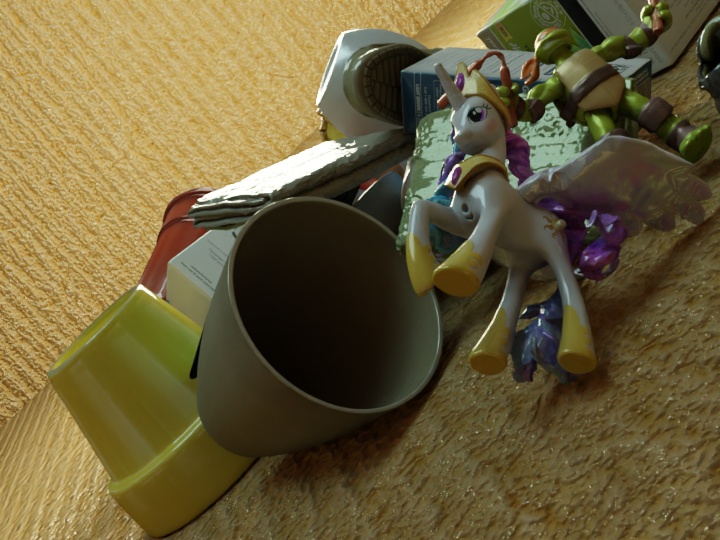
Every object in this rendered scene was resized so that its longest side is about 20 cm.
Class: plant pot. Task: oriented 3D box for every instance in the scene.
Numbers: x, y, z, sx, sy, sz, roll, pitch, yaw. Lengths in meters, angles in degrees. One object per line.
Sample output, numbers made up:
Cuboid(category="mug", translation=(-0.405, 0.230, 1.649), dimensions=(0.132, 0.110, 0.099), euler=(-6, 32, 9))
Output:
Cuboid(category="plant pot", translation=(-0.060, 0.074, 0.992), dimensions=(0.200, 0.187, 0.188), euler=(-48, 4, 47))
Cuboid(category="plant pot", translation=(-0.217, 0.028, 1.624), dimensions=(0.200, 0.200, 0.196), euler=(-32, 24, 42))
Cuboid(category="plant pot", translation=(-0.202, 0.126, 1.188), dimensions=(0.200, 0.189, 0.201), euler=(-40, 13, 11))

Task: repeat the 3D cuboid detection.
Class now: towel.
Cuboid(category="towel", translation=(0.124, -0.077, 0.949), dimensions=(0.198, 0.037, 0.150), euler=(-6, 57, 30))
Cuboid(category="towel", translation=(-0.048, -0.081, 1.073), dimensions=(0.199, 0.035, 0.132), euler=(-29, 18, -39))

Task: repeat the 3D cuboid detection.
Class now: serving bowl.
Cuboid(category="serving bowl", translation=(0.000, 0.000, 1.201), dimensions=(0.201, 0.066, 0.200), euler=(-52, -8, -10))

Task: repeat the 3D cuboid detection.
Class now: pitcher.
Cuboid(category="pitcher", translation=(0.053, -0.157, 1.261), dimensions=(0.121, 0.198, 0.173), euler=(127, 161, -60))

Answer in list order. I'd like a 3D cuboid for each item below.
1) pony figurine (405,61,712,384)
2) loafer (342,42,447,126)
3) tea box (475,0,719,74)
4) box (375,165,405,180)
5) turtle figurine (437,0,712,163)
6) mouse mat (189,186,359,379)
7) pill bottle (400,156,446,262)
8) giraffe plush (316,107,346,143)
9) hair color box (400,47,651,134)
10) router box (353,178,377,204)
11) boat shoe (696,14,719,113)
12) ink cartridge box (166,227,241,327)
Cuboid(category="pony figurine", translation=(0.111, -0.027, 0.772), dimensions=(0.166, 0.192, 0.202), euler=(-36, 32, 41))
Cuboid(category="loafer", translation=(0.036, -0.175, 1.122), dimensions=(0.068, 0.077, 0.199), euler=(5, 10, 31))
Cuboid(category="tea box", translation=(0.262, -0.286, 1.239), dimensions=(0.200, 0.134, 0.196), euler=(-50, 13, -30))
Cuboid(category="box", translation=(0.024, -0.096, 1.413), dimensions=(0.198, 0.078, 0.095), euler=(-20, 22, 37))
Cuboid(category="turtle figurine", translation=(0.168, -0.123, 0.878), dimensions=(0.199, 0.162, 0.065), euler=(-30, -24, -16))
Cuboid(category="mouse mat", translation=(-0.078, 0.008, 1.106), dimensions=(0.200, 0.008, 0.162), euler=(-39, -15, -35))
Cuboid(category="pill bottle", translation=(0.095, -0.078, 1.115), dimensions=(0.112, 0.112, 0.200), euler=(-38, 13, 18))
Cuboid(category="giraffe plush", translation=(0.023, -0.168, 1.540), dimensions=(0.200, 0.162, 0.172), euler=(-47, 13, -24))
Cuboid(category="hair color box", translation=(0.144, -0.151, 1.045), dimensions=(0.198, 0.061, 0.100), euler=(9, 26, 29))
Cuboid(category="router box", translation=(-0.051, -0.014, 1.276), dimensions=(0.201, 0.049, 0.179), euler=(-55, -12, 9))
Cuboid(category="boat shoe", translation=(0.287, -0.165, 0.896), dimensions=(0.071, 0.066, 0.201), euler=(-35, 14, 30))
Cuboid(category="ink cartridge box", translation=(-0.125, 0.003, 1.375), dimensions=(0.200, 0.084, 0.147), euler=(-40, -22, -34))
